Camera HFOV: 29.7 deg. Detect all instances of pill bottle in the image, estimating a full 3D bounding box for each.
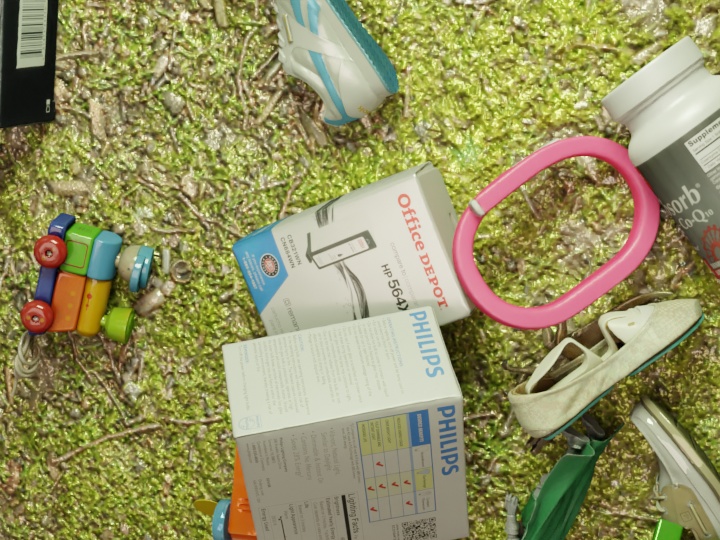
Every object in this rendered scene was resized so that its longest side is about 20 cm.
[{"bbox_3d":[0.307,-0.096,1.183,0.116,0.116,0.200,-37,89,19],"label":"pill bottle"}]

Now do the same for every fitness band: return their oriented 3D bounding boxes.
[{"bbox_3d":[0.179,-0.035,1.236,0.200,0.037,0.144,-36,91,-5],"label":"fitness band"}]

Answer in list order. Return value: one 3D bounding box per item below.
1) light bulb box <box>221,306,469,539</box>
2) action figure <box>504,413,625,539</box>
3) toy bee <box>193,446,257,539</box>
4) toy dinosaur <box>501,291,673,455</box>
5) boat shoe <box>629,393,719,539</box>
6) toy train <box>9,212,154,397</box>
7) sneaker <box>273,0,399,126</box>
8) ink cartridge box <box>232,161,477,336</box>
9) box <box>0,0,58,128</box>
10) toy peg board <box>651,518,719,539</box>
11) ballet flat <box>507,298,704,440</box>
[{"bbox_3d":[-0.011,0.158,1.248,0.199,0.125,0.199,-10,131,-4],"label":"light bulb box"},{"bbox_3d":[0.175,0.231,1.304,0.055,0.118,0.201,39,119,30],"label":"action figure"},{"bbox_3d":[-0.115,0.269,1.394,0.130,0.109,0.201,25,82,18],"label":"toy bee"},{"bbox_3d":[0.198,0.075,1.290,0.101,0.058,0.200,35,96,-11],"label":"toy dinosaur"},{"bbox_3d":[0.307,0.210,1.265,0.068,0.075,0.200,-37,90,13],"label":"boat shoe"},{"bbox_3d":[-0.287,0.051,1.405,0.115,0.085,0.201,15,105,-1],"label":"toy train"},{"bbox_3d":[-0.050,-0.231,1.280,0.081,0.076,0.201,-34,88,21],"label":"sneaker"},{"bbox_3d":[0.000,0.000,1.305,0.199,0.084,0.147,-21,95,19],"label":"ink cartridge box"},{"bbox_3d":[-0.415,-0.253,1.357,0.199,0.117,0.198,9,103,15],"label":"box"},{"bbox_3d":[0.327,0.322,1.249,0.199,0.199,0.098,19,65,12],"label":"toy peg board"},{"bbox_3d":[0.221,0.076,1.230,0.200,0.067,0.062,-38,99,1],"label":"ballet flat"}]
